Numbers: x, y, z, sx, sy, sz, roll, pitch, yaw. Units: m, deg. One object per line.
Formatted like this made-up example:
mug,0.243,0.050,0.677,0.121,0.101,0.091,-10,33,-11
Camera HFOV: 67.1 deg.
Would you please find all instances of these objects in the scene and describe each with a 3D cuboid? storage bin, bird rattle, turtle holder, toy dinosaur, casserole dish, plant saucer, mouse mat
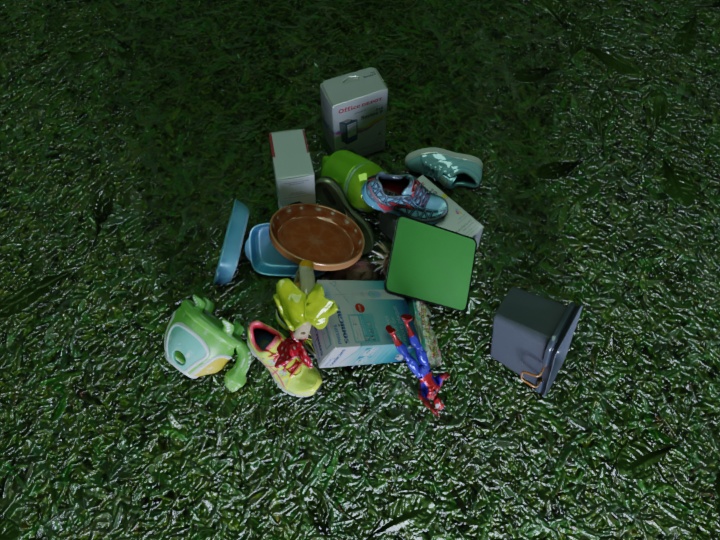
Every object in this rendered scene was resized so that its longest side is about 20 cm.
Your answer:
storage bin,0.323,0.136,1.045,0.133,0.202,0.146,25,61,27
bird rattle,-0.102,0.078,0.997,0.110,0.202,0.166,2,51,-6
turtle holder,-0.301,0.148,1.078,0.185,0.141,0.133,40,82,-19
toy dinosaur,0.000,0.000,1.137,0.196,0.136,0.087,-11,69,-30
casserole dish,-0.155,-0.050,1.201,0.195,0.124,0.039,1,22,2
plant saucer,-0.089,-0.066,1.101,0.195,0.033,0.202,11,38,-8
mouse mat,0.149,-0.013,1.129,0.196,0.008,0.165,15,80,-19
casserole dish,-0.282,-0.059,1.193,0.038,0.121,0.204,15,58,-16

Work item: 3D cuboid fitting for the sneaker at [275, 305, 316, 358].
sneaker,-0.100,0.118,1.109,0.197,0.085,0.075,30,64,17

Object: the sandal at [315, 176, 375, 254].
sandal,-0.044,-0.112,1.205,0.079,0.202,0.058,-24,23,35

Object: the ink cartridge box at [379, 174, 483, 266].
ink cartridge box,0.156,-0.097,1.235,0.144,0.088,0.200,-37,65,-19

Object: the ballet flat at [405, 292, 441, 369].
ballet flat,0.122,0.115,1.131,0.063,0.076,0.204,8,59,-31

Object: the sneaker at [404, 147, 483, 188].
sneaker,0.204,-0.244,1.330,0.195,0.075,0.083,5,56,4

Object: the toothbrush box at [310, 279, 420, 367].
toothbrush box,0.001,0.102,1.074,0.196,0.086,0.149,2,55,-30

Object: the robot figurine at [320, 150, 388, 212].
robot figurine,-0.015,-0.208,1.266,0.173,0.118,0.199,-13,33,-37

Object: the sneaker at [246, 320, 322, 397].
sneaker,-0.158,0.172,1.074,0.198,0.091,0.078,35,63,18

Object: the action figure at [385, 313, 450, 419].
action figure,0.123,0.188,1.010,0.065,0.203,0.099,-32,21,-13

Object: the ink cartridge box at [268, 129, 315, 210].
ink cartridge box,-0.149,-0.187,1.219,0.081,0.202,0.148,-10,55,-8

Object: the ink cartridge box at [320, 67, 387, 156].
ink cartridge box,-0.016,-0.371,1.322,0.143,0.202,0.089,-21,61,-13

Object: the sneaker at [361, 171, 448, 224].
sneaker,0.103,-0.154,1.146,0.195,0.096,0.081,12,68,-13
